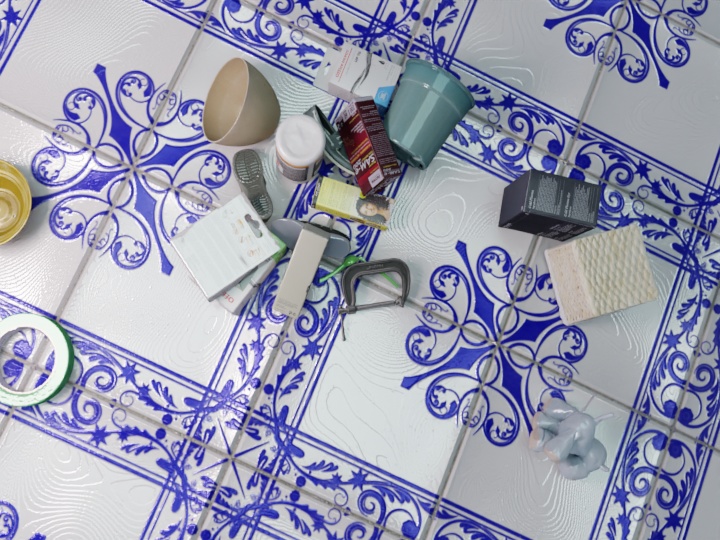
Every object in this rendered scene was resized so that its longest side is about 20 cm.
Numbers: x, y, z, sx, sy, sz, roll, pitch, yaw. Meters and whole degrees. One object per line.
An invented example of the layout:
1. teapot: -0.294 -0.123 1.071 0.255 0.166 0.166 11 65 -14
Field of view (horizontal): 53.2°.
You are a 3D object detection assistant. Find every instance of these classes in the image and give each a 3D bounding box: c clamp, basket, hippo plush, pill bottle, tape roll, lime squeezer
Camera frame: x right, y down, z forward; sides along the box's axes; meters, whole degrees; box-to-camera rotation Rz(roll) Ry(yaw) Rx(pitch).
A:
1. c clamp: 0.032 0.061 1.726 0.195 0.027 0.175 -14 98 -8
2. basket: 0.583 0.012 1.743 0.193 0.161 0.205 -14 85 -10
3. hippo plush: 0.509 0.400 1.707 0.198 0.160 0.162 -36 118 4
4. pill bottle: -0.142 -0.274 1.671 0.113 0.200 0.120 1 81 -7
5. tape roll: -0.746 0.199 1.605 0.195 0.048 0.206 1 82 -7
6. lime squeezer: 0.000 0.000 1.732 0.194 0.038 0.073 4 78 -9

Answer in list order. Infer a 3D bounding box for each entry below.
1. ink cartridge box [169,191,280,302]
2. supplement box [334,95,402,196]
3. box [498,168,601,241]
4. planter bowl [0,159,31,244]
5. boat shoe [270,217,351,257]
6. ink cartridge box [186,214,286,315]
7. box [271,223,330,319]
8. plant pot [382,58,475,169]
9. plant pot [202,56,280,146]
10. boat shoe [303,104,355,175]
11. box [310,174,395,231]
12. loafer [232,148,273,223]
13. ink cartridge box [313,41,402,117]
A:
1. ink cartridge box: -0.302 -0.053 1.614 0.198 0.050 0.163 -34 86 -13
2. supplement box: 0.016 -0.292 1.694 0.060 0.108 0.204 -16 81 -33
3. box: 0.450 -0.153 1.728 0.177 0.200 0.107 11 82 -6
4. planter bowl: -0.832 -0.145 1.625 0.195 0.083 0.206 1 82 -7
5. boat shoe: -0.115 -0.087 1.718 0.195 0.067 0.071 13 115 0
6. ink cartridge box: -0.287 -0.019 1.674 0.144 0.084 0.201 37 79 0
7. box: -0.136 0.001 1.659 0.067 0.082 0.204 22 104 -4
8. plant pot: 0.145 -0.366 1.735 0.198 0.200 0.199 31 88 -2
9. plant pot: -0.266 -0.379 1.694 0.133 0.198 0.206 16 78 -40
10. boat shoe: -0.066 -0.317 1.745 0.200 0.073 0.062 47 111 5
11. box: -0.018 -0.163 1.747 0.195 0.050 0.077 16 80 -4
12. loafer: -0.258 -0.197 1.714 0.073 0.070 0.204 -12 67 -12
13. ink cartridge box: -0.009 -0.482 1.785 0.196 0.068 0.118 22 79 -3
